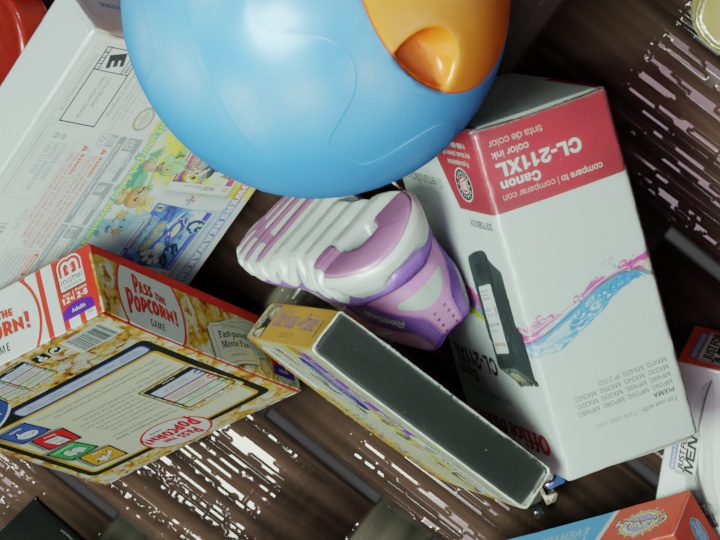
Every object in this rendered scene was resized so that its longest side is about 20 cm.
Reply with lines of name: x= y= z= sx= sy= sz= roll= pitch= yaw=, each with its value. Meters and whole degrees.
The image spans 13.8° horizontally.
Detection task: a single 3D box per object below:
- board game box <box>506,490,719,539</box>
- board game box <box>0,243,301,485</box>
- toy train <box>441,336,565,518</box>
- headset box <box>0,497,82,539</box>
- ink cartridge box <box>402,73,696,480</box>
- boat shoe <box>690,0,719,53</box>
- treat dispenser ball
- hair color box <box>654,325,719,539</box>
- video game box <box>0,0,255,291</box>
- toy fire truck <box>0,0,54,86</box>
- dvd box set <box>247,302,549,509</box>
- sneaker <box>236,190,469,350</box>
board game box: x=0.166 y=0.230 z=1.718 sx=0.153 sy=0.040 sz=0.200 roll=-19 pitch=115 yaw=32
board game box: x=-0.152 y=0.059 z=1.721 sx=0.151 sy=0.200 sz=0.046 roll=-26 pitch=63 yaw=23
toy train: x=0.075 y=0.050 z=1.730 sx=0.046 sy=0.034 sz=0.200 roll=-22 pitch=100 yaw=2
headset box: x=-0.204 y=0.253 z=1.864 sx=0.149 sy=0.075 sz=0.200 roll=40 pitch=115 yaw=2
ink cartridge box: x=0.098 y=0.001 z=1.633 sx=0.083 sy=0.146 sz=0.200 roll=-19 pitch=102 yaw=-16
boat shoe: x=0.240 y=-0.188 z=1.571 sx=0.072 sy=0.076 sz=0.200 roll=39 pitch=115 yaw=2
treat dispenser ball: x=-0.023 y=-0.137 z=1.527 sx=0.200 sy=0.201 sz=0.201 roll=6 pitch=109 yaw=16
hair color box: x=0.271 y=0.110 z=1.669 sx=0.200 sy=0.064 sz=0.111 roll=12 pitch=113 yaw=13
video game box: x=-0.138 y=-0.058 z=1.668 sx=0.200 sy=0.182 sz=0.047 roll=-53 pitch=50 yaw=25
toy fire truck: x=-0.187 y=-0.190 z=1.681 sx=0.168 sy=0.112 sz=0.200 roll=32 pitch=123 yaw=43
dvd box set: x=0.018 y=0.072 z=1.647 sx=0.146 sy=0.200 sz=0.029 roll=37 pitch=83 yaw=-9
sneaker: x=0.000 y=0.000 z=1.666 sx=0.081 sy=0.200 sz=0.088 roll=-48 pitch=113 yaw=-8
